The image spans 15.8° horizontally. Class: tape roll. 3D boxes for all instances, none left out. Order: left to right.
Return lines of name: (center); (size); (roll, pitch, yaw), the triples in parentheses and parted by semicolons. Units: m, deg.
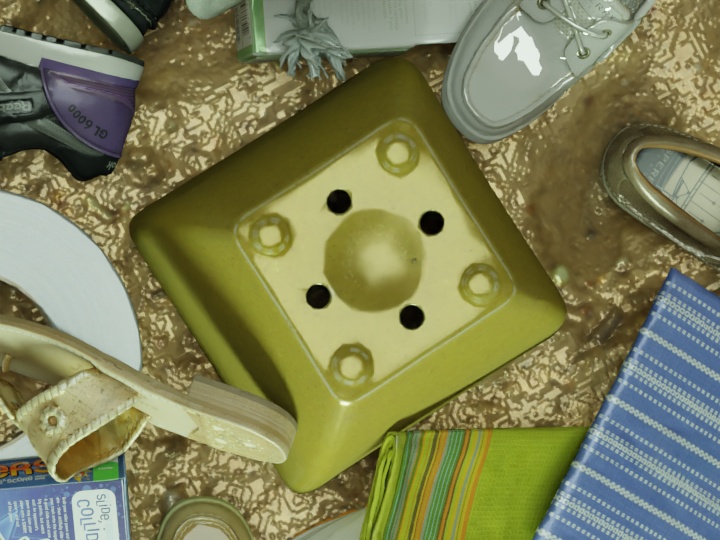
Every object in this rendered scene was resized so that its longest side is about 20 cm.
tape roll: (-0.225, 0.053, 1.500); (0.199, 0.066, 0.201); (0, 89, -5)

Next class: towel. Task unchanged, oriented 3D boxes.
towel: (0.086, 0.130, 1.484); (0.199, 0.018, 0.087); (1, 110, -38)
towel: (0.186, 0.118, 1.527); (0.144, 0.024, 0.201); (31, 84, -28)

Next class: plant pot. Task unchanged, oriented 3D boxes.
plant pot: (0.000, 0.000, 1.453); (0.194, 0.200, 0.196); (-32, 91, -5)

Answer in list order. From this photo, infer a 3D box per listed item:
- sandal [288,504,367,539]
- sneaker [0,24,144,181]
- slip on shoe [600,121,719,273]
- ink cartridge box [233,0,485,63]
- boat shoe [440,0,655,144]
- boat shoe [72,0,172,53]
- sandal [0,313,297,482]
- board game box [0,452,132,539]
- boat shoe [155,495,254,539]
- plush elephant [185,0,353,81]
sandal: (0.025, 0.165, 1.519); (0.206, 0.059, 0.079); (-30, 90, -5)
sneaker: (-0.231, -0.103, 1.504); (0.199, 0.076, 0.088); (13, 93, -4)
slip on shoe: (0.237, -0.028, 1.543); (0.199, 0.061, 0.076); (31, 86, -3)
ink cartridge box: (0.023, -0.201, 1.540); (0.199, 0.048, 0.146); (-4, 89, -15)
boat shoe: (0.126, -0.155, 1.501); (0.071, 0.069, 0.200); (45, 75, -13)
boat shoe: (-0.178, -0.221, 1.510); (0.066, 0.075, 0.199); (-42, 92, -7)
sandal: (-0.143, 0.083, 1.405); (0.211, 0.078, 0.070); (15, 68, 15)
board game box: (-0.191, 0.202, 1.470); (0.135, 0.034, 0.201); (-4, 115, -5)
boat shoe: (-0.087, 0.230, 1.482); (0.073, 0.063, 0.201); (-2, 88, -2)
plush elephant: (-0.031, -0.205, 1.425); (0.164, 0.155, 0.201); (-15, 91, -13)
